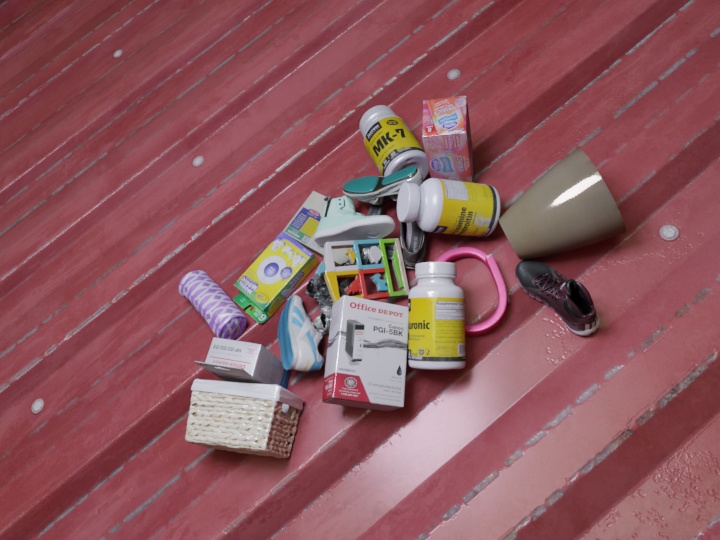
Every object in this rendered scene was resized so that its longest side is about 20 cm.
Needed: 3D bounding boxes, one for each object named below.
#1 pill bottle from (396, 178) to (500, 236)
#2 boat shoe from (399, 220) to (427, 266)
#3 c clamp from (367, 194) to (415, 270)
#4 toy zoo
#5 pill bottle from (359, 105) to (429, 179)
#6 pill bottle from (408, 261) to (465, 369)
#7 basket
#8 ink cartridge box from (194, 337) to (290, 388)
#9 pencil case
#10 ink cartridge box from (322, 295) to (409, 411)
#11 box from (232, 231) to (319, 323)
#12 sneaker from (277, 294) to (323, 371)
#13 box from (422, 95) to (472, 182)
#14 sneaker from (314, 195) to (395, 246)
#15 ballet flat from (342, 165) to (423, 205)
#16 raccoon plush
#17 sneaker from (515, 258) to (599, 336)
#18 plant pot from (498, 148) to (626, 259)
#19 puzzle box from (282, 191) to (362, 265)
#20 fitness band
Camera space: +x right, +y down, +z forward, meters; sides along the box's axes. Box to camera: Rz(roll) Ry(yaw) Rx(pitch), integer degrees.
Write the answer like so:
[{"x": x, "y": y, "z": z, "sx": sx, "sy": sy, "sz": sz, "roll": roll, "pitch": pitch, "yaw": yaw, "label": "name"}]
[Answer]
[{"x": 0.182, "y": -0.133, "z": 1.184, "sx": 0.198, "sy": 0.112, "sz": 0.113, "roll": 4, "pitch": 61, "yaw": -14, "label": "pill bottle"}, {"x": 0.119, "y": -0.110, "z": 1.241, "sx": 0.066, "sy": 0.057, "sz": 0.202, "roll": -1, "pitch": 68, "yaw": 8, "label": "boat shoe"}, {"x": 0.092, "y": -0.091, "z": 1.283, "sx": 0.169, "sy": 0.027, "sz": 0.202, "roll": 4, "pitch": 68, "yaw": 9, "label": "c clamp"}, {"x": 0.000, "y": 0.000, "z": 1.195, "sx": 0.198, "sy": 0.020, "sz": 0.132, "roll": -5, "pitch": 74, "yaw": -20, "label": "toy zoo"}, {"x": 0.076, "y": -0.295, "z": 1.343, "sx": 0.114, "sy": 0.114, "sz": 0.201, "roll": -28, "pitch": 56, "yaw": 2, "label": "pill bottle"}, {"x": 0.147, "y": 0.088, "z": 1.095, "sx": 0.110, "sy": 0.111, "sz": 0.202, "roll": -1, "pitch": 83, "yaw": 17, "label": "pill bottle"}, {"x": -0.233, "y": 0.298, "z": 1.131, "sx": 0.198, "sy": 0.136, "sz": 0.124, "roll": 0, "pitch": 66, "yaw": 18, "label": "basket"}, {"x": -0.234, "y": 0.192, "z": 1.145, "sx": 0.114, "sy": 0.200, "sz": 0.068, "roll": 5, "pitch": 65, "yaw": 19, "label": "ink cartridge box"}, {"x": -0.347, "y": 0.083, "z": 1.310, "sx": 0.200, "sy": 0.084, "sz": 0.086, "roll": 41, "pitch": 116, "yaw": 32, "label": "pencil case"}, {"x": 0.013, "y": 0.162, "z": 1.106, "sx": 0.146, "sy": 0.083, "sz": 0.202, "roll": 11, "pitch": 69, "yaw": -14, "label": "ink cartridge box"}, {"x": -0.205, "y": 0.016, "z": 1.317, "sx": 0.117, "sy": 0.048, "sz": 0.200, "roll": 35, "pitch": 80, "yaw": 29, "label": "box"}, {"x": -0.129, "y": 0.136, "z": 1.218, "sx": 0.077, "sy": 0.080, "sz": 0.201, "roll": -58, "pitch": 30, "yaw": 35, "label": "sneaker"}, {"x": 0.196, "y": -0.274, "z": 1.245, "sx": 0.094, "sy": 0.200, "sz": 0.103, "roll": -2, "pitch": 64, "yaw": 14, "label": "box"}, {"x": -0.011, "y": -0.127, "z": 1.268, "sx": 0.199, "sy": 0.074, "sz": 0.119, "roll": -7, "pitch": 60, "yaw": 28, "label": "sneaker"}, {"x": 0.052, "y": -0.179, "z": 1.260, "sx": 0.199, "sy": 0.069, "sz": 0.070, "roll": -8, "pitch": 60, "yaw": 32, "label": "ballet flat"}, {"x": -0.026, "y": 0.049, "z": 1.206, "sx": 0.200, "sy": 0.097, "sz": 0.134, "roll": -42, "pitch": 65, "yaw": 7, "label": "raccoon plush"}, {"x": 0.379, "y": 0.028, "z": 1.081, "sx": 0.076, "sy": 0.116, "sz": 0.200, "roll": -41, "pitch": 60, "yaw": -6, "label": "sneaker"}, {"x": 0.386, "y": -0.110, "z": 1.127, "sx": 0.199, "sy": 0.187, "sz": 0.188, "roll": -29, "pitch": 58, "yaw": 16, "label": "plant pot"}, {"x": -0.075, "y": -0.099, "z": 1.344, "sx": 0.199, "sy": 0.025, "sz": 0.133, "roll": 29, "pitch": 76, "yaw": 28, "label": "puzzle box"}, {"x": 0.226, "y": 0.039, "z": 1.171, "sx": 0.143, "sy": 0.037, "sz": 0.201, "roll": -19, "pitch": 59, "yaw": 9, "label": "fitness band"}]
